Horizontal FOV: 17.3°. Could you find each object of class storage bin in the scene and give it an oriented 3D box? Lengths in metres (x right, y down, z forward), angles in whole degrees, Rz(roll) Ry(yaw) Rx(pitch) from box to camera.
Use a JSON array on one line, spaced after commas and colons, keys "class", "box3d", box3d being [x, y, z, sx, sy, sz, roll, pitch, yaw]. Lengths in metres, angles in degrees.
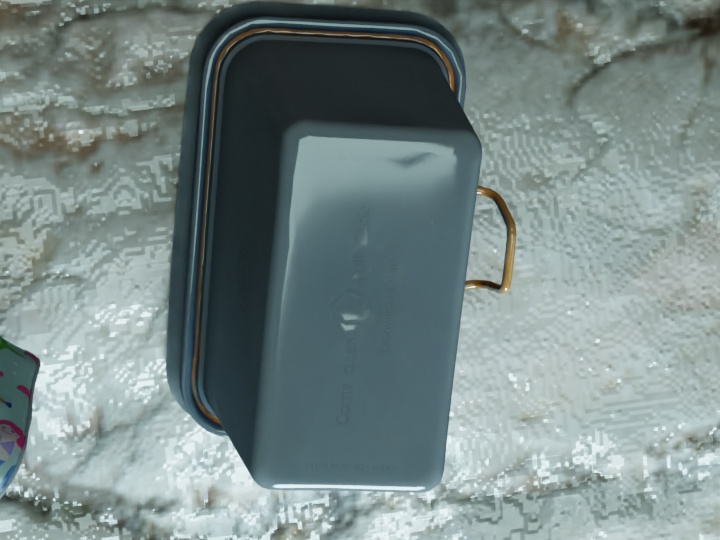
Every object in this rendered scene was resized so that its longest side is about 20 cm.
[{"class": "storage bin", "box3d": [0.000, 0.000, 1.009, 0.145, 0.134, 0.200, 3, 108, -12]}]

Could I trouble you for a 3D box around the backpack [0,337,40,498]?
[{"class": "backpack", "box3d": [-0.231, 0.075, 0.966, 0.200, 0.178, 0.151, -44, 105, 9]}]
